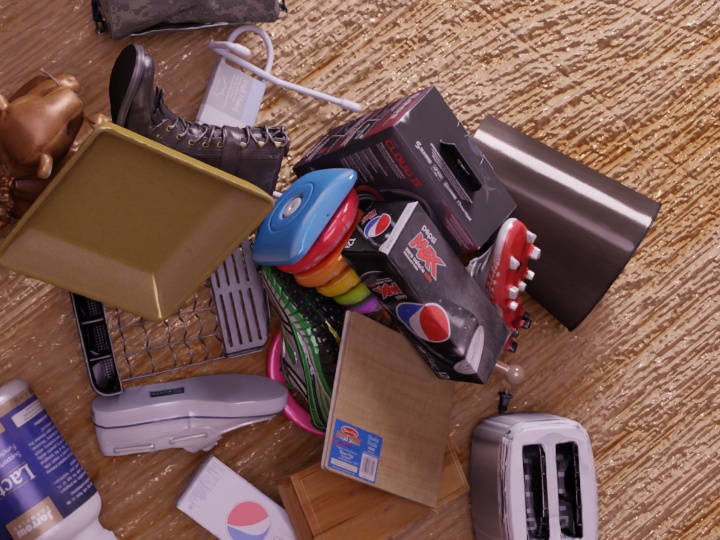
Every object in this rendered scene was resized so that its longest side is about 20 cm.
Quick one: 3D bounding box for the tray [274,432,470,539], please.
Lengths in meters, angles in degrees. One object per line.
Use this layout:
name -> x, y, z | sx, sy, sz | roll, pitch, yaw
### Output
tray -> 0.015, 0.217, 1.606 | 0.199, 0.037, 0.100 | -23, 91, -38

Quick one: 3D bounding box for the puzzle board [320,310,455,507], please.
puzzle board -> 0.029, 0.139, 1.558 | 0.199, 0.017, 0.153 | 28, 68, -51

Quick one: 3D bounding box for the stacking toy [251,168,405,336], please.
stacking toy -> 0.000, 0.000, 1.565 | 0.200, 0.109, 0.117 | 42, 71, -23

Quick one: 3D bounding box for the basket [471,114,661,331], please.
basket -> 0.182, -0.059, 1.641 | 0.199, 0.181, 0.136 | 35, 48, 1

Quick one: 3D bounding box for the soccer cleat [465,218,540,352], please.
soccer cleat -> 0.130, 0.011, 1.601 | 0.084, 0.201, 0.069 | 25, 63, 18

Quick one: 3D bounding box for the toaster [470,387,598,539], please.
toaster -> 0.179, 0.222, 1.630 | 0.112, 0.129, 0.203 | -1, 87, -11

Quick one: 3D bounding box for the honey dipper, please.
honey dipper -> 0.082, 0.066, 1.634 | 0.198, 0.038, 0.038 | 26, 83, -7

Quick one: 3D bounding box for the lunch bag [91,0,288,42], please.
lunch bag -> -0.177, -0.322, 1.594 | 0.197, 0.139, 0.170 | -7, 104, -8

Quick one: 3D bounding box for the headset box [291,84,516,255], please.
headset box -> 0.047, -0.085, 1.564 | 0.075, 0.199, 0.149 | -46, 108, -33

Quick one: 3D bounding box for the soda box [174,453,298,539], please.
soda box -> -0.091, 0.269, 1.609 | 0.199, 0.068, 0.064 | 38, 81, -6

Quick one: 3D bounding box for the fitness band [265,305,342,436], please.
fitness band -> -0.003, 0.088, 1.652 | 0.199, 0.037, 0.145 | -30, 92, -12

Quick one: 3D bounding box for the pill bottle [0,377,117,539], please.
pill bottle -> -0.323, 0.216, 1.546 | 0.115, 0.116, 0.201 | -34, 93, -10

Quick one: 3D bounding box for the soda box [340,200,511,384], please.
soda box -> 0.066, 0.023, 1.536 | 0.200, 0.063, 0.071 | 51, 57, -35

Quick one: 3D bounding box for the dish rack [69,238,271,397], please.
dish rack -> -0.190, 0.033, 1.613 | 0.197, 0.055, 0.155 | -13, 90, -11

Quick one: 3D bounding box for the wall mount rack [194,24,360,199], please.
wall mount rack -> -0.099, -0.145, 1.634 | 0.173, 0.074, 0.202 | 23, 83, -39

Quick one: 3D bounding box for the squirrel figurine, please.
squirrel figurine -> -0.332, -0.105, 1.527 | 0.199, 0.187, 0.142 | -34, 93, -10

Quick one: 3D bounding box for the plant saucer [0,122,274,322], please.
plant saucer -> -0.214, -0.053, 1.491 | 0.199, 0.200, 0.049 | 22, 39, -35

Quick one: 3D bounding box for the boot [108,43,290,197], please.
boot -> -0.152, -0.129, 1.510 | 0.172, 0.201, 0.070 | -1, 46, -14

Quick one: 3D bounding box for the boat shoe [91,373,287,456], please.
boat shoe -> -0.169, 0.150, 1.604 | 0.197, 0.074, 0.066 | -4, 111, 2

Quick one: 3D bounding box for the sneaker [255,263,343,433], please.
sneaker -> -0.059, 0.071, 1.590 | 0.085, 0.078, 0.202 | -36, 71, 32
